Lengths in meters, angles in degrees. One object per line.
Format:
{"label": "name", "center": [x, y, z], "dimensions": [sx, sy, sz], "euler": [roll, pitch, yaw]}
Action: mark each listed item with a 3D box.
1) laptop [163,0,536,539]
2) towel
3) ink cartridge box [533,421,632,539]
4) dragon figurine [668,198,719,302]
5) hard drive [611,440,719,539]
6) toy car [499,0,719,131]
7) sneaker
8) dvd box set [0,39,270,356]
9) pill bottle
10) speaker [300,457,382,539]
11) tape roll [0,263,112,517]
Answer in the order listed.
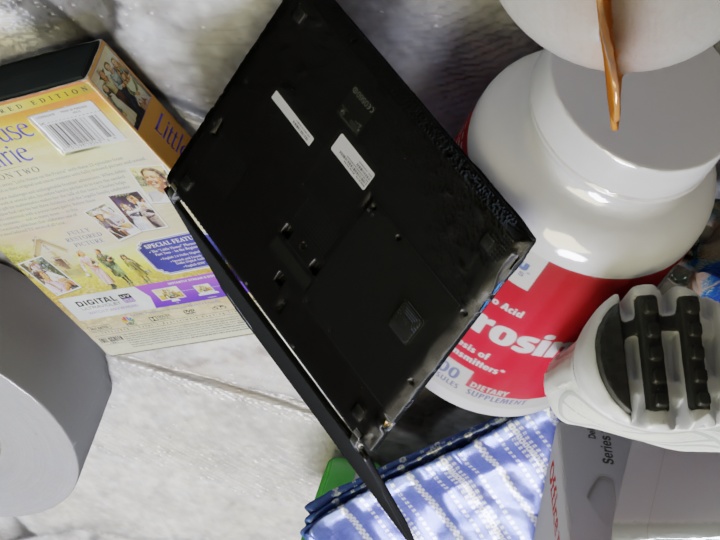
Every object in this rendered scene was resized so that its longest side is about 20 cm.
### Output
{"label": "laptop", "center": [0.000, 0.000, 1.011], "dimensions": [0.103, 0.177, 0.200], "euler": [1, 132, -50]}
{"label": "towel", "center": [0.084, 0.147, 1.207], "dimensions": [0.200, 0.024, 0.145], "euler": [-27, 114, 19]}
{"label": "ink cartridge box", "center": [0.129, 0.200, 1.143], "dimensions": [0.084, 0.145, 0.200], "euler": [6, 121, -3]}
{"label": "dragon figurine", "center": [0.185, 0.010, 1.028], "dimensions": [0.099, 0.059, 0.200], "euler": [20, 144, -3]}
{"label": "hard drive", "center": [0.226, 0.076, 1.036], "dimensions": [0.200, 0.132, 0.026], "euler": [-5, 137, 29]}
{"label": "toy car", "center": [0.093, -0.118, 0.724], "dimensions": [0.184, 0.200, 0.177], "euler": [7, 145, 15]}
{"label": "sneaker", "center": [0.174, 0.049, 0.968], "dimensions": [0.200, 0.075, 0.081], "euler": [8, 160, -20]}
{"label": "dvd box set", "center": [-0.131, -0.031, 1.138], "dimensions": [0.146, 0.029, 0.200], "euler": [-11, 137, 35]}
{"label": "pill bottle", "center": [0.087, -0.026, 0.976], "dimensions": [0.112, 0.112, 0.200], "euler": [22, 145, -5]}
{"label": "speaker", "center": [0.065, 0.175, 1.288], "dimensions": [0.200, 0.089, 0.089], "euler": [19, 145, -1]}
{"label": "tape roll", "center": [-0.249, 0.064, 1.293], "dimensions": [0.200, 0.066, 0.200], "euler": [11, 145, 8]}
